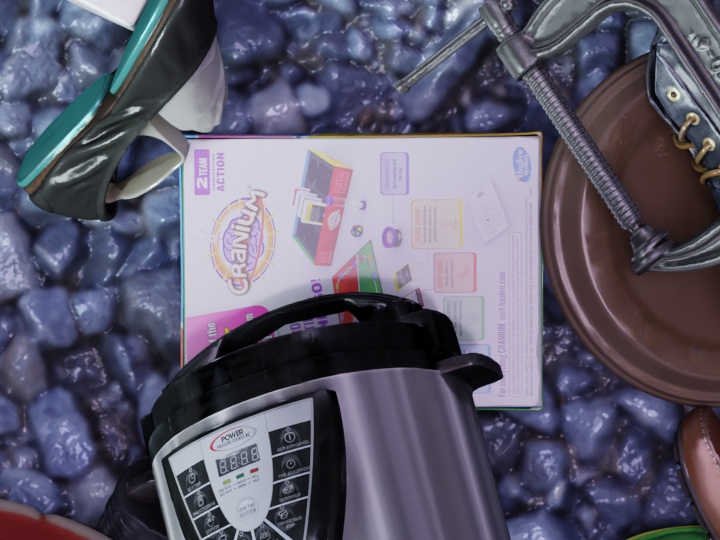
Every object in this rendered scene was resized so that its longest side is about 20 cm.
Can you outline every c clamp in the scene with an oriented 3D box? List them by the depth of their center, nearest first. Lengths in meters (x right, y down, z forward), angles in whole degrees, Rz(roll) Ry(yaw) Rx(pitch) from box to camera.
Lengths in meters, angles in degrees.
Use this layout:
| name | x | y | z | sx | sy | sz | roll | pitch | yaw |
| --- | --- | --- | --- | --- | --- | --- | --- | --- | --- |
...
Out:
| name | x | y | z | sx | sy | sz | roll | pitch | yaw |
| --- | --- | --- | --- | --- | --- | --- | --- | --- | --- |
| c clamp | 0.134 | -0.078 | 1.574 | 0.171 | 0.027 | 0.200 | -45 | 75 | 28 |

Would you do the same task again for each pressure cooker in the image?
| name | x | y | z | sx | sy | sz | roll | pitch | yaw |
| --- | --- | --- | --- | --- | --- | --- | --- | --- | --- |
| pressure cooker | -0.019 | 0.113 | 1.537 | 0.175 | 0.179 | 0.201 | -5 | 69 | -23 |

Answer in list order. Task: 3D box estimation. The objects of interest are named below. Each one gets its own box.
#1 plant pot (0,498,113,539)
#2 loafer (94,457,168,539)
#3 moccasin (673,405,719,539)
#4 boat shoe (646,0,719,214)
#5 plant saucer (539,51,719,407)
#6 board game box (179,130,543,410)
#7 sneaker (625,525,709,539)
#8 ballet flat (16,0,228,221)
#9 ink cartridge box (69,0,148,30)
| name | x | y | z | sx | sy | sz | roll | pitch | yaw |
| --- | --- | --- | --- | --- | --- | --- | --- | --- | --- |
| plant pot | -0.192 | 0.226 | 1.557 | 0.199 | 0.200 | 0.178 | 21 | 101 | -3 |
| loafer | -0.055 | 0.172 | 1.647 | 0.199 | 0.073 | 0.072 | 29 | 131 | -10 |
| moccasin | 0.248 | 0.150 | 1.636 | 0.078 | 0.074 | 0.202 | -39 | 94 | 25 |
| boat shoe | 0.193 | -0.069 | 1.591 | 0.090 | 0.071 | 0.202 | 7 | 86 | -3 |
| plant saucer | 0.195 | -0.026 | 1.634 | 0.199 | 0.029 | 0.201 | 0 | 88 | -15 |
| board game box | 0.000 | 0.000 | 1.643 | 0.199 | 0.040 | 0.154 | 0 | 93 | -2 |
| sneaker | 0.125 | 0.207 | 1.629 | 0.199 | 0.084 | 0.074 | -29 | 102 | -14 |
| ballet flat | -0.111 | -0.091 | 1.584 | 0.068 | 0.200 | 0.068 | 29 | 48 | -14 |
| ink cartridge box | -0.184 | -0.225 | 1.609 | 0.199 | 0.067 | 0.118 | 28 | 93 | -4 |
